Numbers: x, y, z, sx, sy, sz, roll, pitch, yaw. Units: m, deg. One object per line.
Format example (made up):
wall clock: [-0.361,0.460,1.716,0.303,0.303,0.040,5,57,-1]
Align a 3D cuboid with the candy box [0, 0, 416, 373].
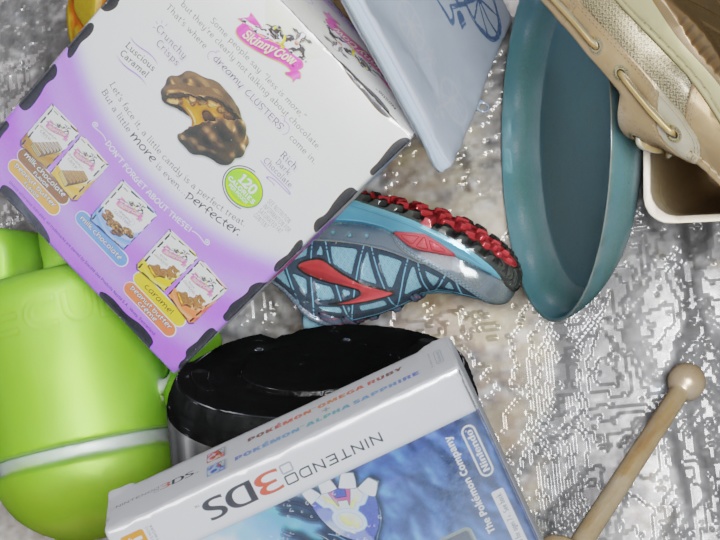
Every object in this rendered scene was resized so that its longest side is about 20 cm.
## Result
candy box: [-0.087,-0.074,0.865,0.168,0.072,0.200,46,112,-1]

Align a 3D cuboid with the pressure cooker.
pressure cooker: [-0.014,0.145,0.862,0.177,0.176,0.202,-10,107,-24]

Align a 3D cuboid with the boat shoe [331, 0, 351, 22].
boat shoe: [0.006,-0.162,0.939,0.064,0.071,0.202,1,87,4]

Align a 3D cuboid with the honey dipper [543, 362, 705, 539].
honey dipper: [0.142,0.121,0.864,0.038,0.038,0.200,35,53,12]

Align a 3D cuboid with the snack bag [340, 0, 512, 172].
snack bag: [0.022,-0.167,0.848,0.021,0.201,0.189,-19,117,26]

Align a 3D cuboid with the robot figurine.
robot figurine: [-0.172,0.069,0.938,0.174,0.116,0.202,-15,83,15]

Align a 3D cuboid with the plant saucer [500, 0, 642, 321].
plant saucer: [0.115,-0.073,0.860,0.027,0.200,0.202,-1,85,-11]

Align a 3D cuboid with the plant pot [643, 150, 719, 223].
plant pot: [0.252,-0.121,0.837,0.198,0.177,0.202,-1,87,12]

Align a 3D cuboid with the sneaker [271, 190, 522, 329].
sneaker: [0.000,0.000,0.940,0.198,0.079,0.097,15,99,20]

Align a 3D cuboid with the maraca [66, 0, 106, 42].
maraca: [-0.099,-0.167,0.933,0.199,0.107,0.139,-19,76,36]

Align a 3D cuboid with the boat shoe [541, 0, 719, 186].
boat shoe: [0.154,-0.088,0.738,0.064,0.071,0.201,-37,88,43]

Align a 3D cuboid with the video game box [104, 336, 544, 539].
video game box: [0.002,0.158,0.749,0.181,0.047,0.201,-25,108,5]
